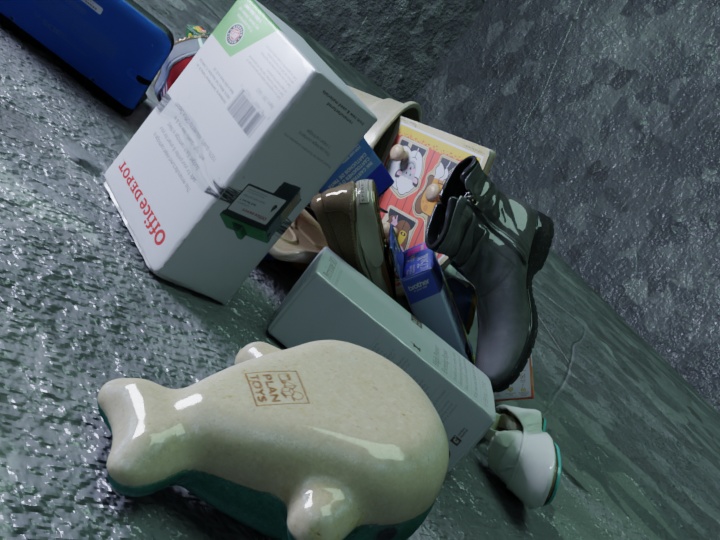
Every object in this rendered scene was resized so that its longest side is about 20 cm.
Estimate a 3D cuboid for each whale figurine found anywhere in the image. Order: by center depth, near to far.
[{"bbox_3d":[-0.049,0.108,0.524,0.196,0.105,0.160,4,31,-26],"label":"whale figurine"}]

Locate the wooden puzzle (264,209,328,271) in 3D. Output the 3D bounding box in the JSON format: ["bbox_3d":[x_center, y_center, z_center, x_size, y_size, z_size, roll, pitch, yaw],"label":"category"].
[{"bbox_3d":[-0.102,-0.056,0.967,0.199,0.047,0.185,40,12,20],"label":"wooden puzzle"}]

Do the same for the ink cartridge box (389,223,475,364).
[{"bbox_3d":[0.080,0.050,0.946,0.120,0.041,0.203,-75,141,-76],"label":"ink cartridge box"}]

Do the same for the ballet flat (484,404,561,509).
[{"bbox_3d":[0.150,0.174,0.902,0.069,0.070,0.200,39,9,1],"label":"ballet flat"}]

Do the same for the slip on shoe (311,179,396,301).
[{"bbox_3d":[0.000,0.000,0.907,0.202,0.059,0.077,76,9,-46],"label":"slip on shoe"}]

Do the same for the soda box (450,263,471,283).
[{"bbox_3d":[0.115,-0.063,1.160,0.199,0.064,0.068,41,52,-3],"label":"soda box"}]

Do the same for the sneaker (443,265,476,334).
[{"bbox_3d":[0.089,0.026,1.205,0.086,0.077,0.201,15,20,-17],"label":"sneaker"}]

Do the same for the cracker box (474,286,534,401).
[{"bbox_3d":[0.159,0.029,1.059,0.056,0.205,0.134,-4,14,5],"label":"cracker box"}]

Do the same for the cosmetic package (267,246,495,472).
[{"bbox_3d":[0.021,0.075,0.819,0.199,0.074,0.102,40,13,-7],"label":"cosmetic package"}]

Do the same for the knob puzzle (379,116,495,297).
[{"bbox_3d":[0.051,-0.063,1.051,0.030,0.222,0.220,15,25,-37],"label":"knob puzzle"}]

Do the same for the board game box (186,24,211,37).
[{"bbox_3d":[-0.170,-0.217,1.122,0.023,0.107,0.200,-11,34,-26],"label":"board game box"}]

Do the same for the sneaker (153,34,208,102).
[{"bbox_3d":[-0.184,-0.175,1.050,0.200,0.070,0.115,147,-76,-76],"label":"sneaker"}]

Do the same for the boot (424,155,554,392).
[{"bbox_3d":[0.110,0.003,0.896,0.130,0.069,0.204,29,60,-30],"label":"boot"}]

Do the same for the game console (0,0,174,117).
[{"bbox_3d":[-0.292,-0.270,0.981,0.199,0.170,0.119,36,40,-15],"label":"game console"}]

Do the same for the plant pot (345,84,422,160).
[{"bbox_3d":[-0.048,-0.164,1.196,0.181,0.203,0.200,30,11,13],"label":"plant pot"}]

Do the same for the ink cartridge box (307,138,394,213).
[{"bbox_3d":[-0.049,-0.127,0.949,0.201,0.076,0.136,55,-8,-23],"label":"ink cartridge box"}]

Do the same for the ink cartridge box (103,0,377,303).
[{"bbox_3d":[-0.104,-0.099,0.760,0.084,0.201,0.147,29,17,-47],"label":"ink cartridge box"}]
